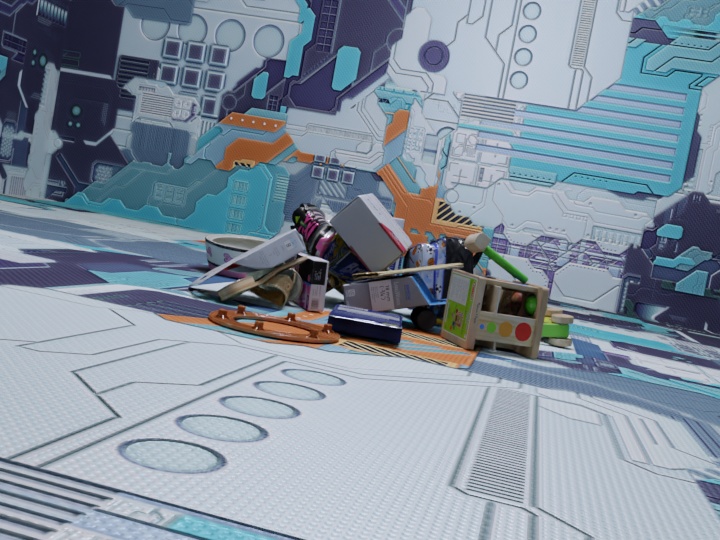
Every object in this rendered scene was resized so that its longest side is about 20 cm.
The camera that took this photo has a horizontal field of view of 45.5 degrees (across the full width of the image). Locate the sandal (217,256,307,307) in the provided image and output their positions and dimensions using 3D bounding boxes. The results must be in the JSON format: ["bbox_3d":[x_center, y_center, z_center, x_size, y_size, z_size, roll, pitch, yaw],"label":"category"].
[{"bbox_3d":[-0.164,0.038,1.550,0.077,0.070,0.211,-27,-3,41],"label":"sandal"}]

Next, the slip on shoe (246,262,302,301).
[{"bbox_3d":[-0.160,0.022,1.697,0.061,0.075,0.200,18,-4,-31],"label":"slip on shoe"}]

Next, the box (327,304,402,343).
[{"bbox_3d":[0.009,0.088,1.421,0.120,0.033,0.200,11,2,2],"label":"box"}]

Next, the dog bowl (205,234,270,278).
[{"bbox_3d":[-0.268,-0.030,2.011,0.198,0.074,0.200,9,10,-2],"label":"dog bowl"}]

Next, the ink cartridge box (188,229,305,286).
[{"bbox_3d":[-0.210,-0.006,1.576,0.199,0.047,0.160,-31,7,-17],"label":"ink cartridge box"}]

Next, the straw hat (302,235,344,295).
[{"bbox_3d":[-0.088,0.012,1.845,0.201,0.085,0.201,46,19,-20],"label":"straw hat"}]

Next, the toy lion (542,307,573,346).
[{"bbox_3d":[0.350,0.115,1.863,0.190,0.069,0.200,4,4,2],"label":"toy lion"}]

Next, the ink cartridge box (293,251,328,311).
[{"bbox_3d":[-0.106,0.018,1.676,0.037,0.096,0.200,5,5,-16],"label":"ink cartridge box"}]

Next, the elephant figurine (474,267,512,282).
[{"bbox_3d":[0.308,0.065,2.054,0.199,0.142,0.155,26,31,-7],"label":"elephant figurine"}]

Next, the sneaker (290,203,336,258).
[{"bbox_3d":[-0.101,-0.087,1.744,0.087,0.074,0.200,30,15,-13],"label":"sneaker"}]

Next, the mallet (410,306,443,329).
[{"bbox_3d":[0.194,0.109,1.641,0.198,0.041,0.066,14,2,-2],"label":"mallet"}]

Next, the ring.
[{"bbox_3d":[-0.128,0.078,1.291,0.199,0.019,0.200,11,3,-1],"label":"ring"}]

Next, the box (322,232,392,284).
[{"bbox_3d":[0.000,0.000,1.827,0.200,0.070,0.064,35,19,-45],"label":"box"}]

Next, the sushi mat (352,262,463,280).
[{"bbox_3d":[0.092,0.001,1.642,0.199,0.012,0.095,-6,-1,-30],"label":"sushi mat"}]

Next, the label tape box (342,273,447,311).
[{"bbox_3d":[0.077,0.041,1.662,0.198,0.064,0.144,-8,1,9],"label":"label tape box"}]

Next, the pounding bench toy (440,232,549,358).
[{"bbox_3d":[0.252,0.041,1.534,0.155,0.202,0.124,9,4,-17],"label":"pounding bench toy"}]

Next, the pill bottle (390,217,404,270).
[{"bbox_3d":[0.040,-0.028,2.002,0.115,0.202,0.116,11,3,-1],"label":"pill bottle"}]

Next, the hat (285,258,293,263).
[{"bbox_3d":[-0.212,-0.025,2.179,0.199,0.082,0.201,10,2,0],"label":"hat"}]

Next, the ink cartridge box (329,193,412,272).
[{"bbox_3d":[0.026,-0.076,1.764,0.146,0.083,0.200,51,10,1],"label":"ink cartridge box"}]

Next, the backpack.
[{"bbox_3d":[0.165,0.024,1.824,0.153,0.202,0.191,11,-9,-6],"label":"backpack"}]
